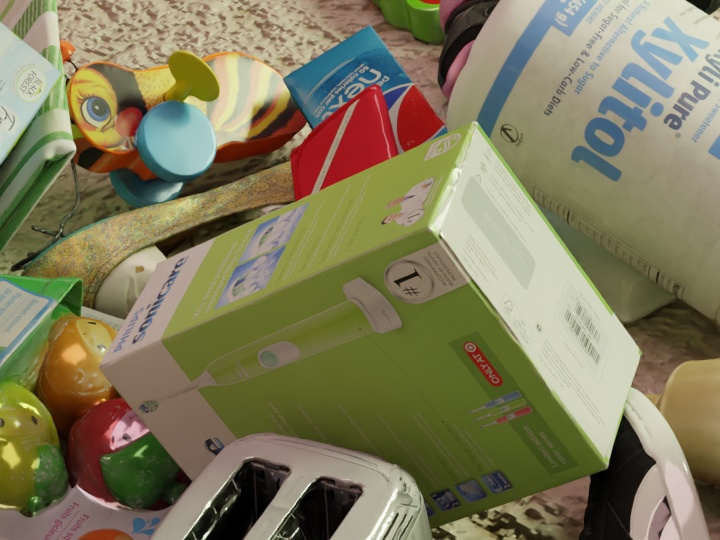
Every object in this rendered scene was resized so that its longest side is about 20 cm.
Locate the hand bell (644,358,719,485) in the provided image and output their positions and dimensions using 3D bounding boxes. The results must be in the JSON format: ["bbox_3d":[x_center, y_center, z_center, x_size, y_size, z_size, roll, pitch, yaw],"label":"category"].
[{"bbox_3d":[0.129,0.072,1.174,0.199,0.105,0.104,1,36,34],"label":"hand bell"}]

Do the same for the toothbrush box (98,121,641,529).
[{"bbox_3d":[0.005,0.042,1.101,0.199,0.146,0.086,-24,26,33],"label":"toothbrush box"}]

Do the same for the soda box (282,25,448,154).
[{"bbox_3d":[0.026,-0.053,1.338,0.064,0.068,0.200,-32,39,-1],"label":"soda box"}]

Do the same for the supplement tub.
[{"bbox_3d":[0.157,-0.070,1.244,0.199,0.132,0.132,33,50,14],"label":"supplement tub"}]

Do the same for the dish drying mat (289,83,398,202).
[{"bbox_3d":[0.000,0.000,1.246,0.077,0.018,0.201,-35,48,31],"label":"dish drying mat"}]

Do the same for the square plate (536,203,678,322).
[{"bbox_3d":[0.166,-0.064,1.371,0.197,0.029,0.200,-26,40,-23],"label":"square plate"}]

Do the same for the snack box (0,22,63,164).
[{"bbox_3d":[-0.260,-0.024,1.271,0.068,0.200,0.169,38,42,-11],"label":"snack box"}]

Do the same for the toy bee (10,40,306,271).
[{"bbox_3d":[-0.129,-0.092,1.380,0.131,0.109,0.200,-30,-3,38],"label":"toy bee"}]

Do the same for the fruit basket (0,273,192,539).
[{"bbox_3d":[-0.138,0.075,1.192,0.198,0.094,0.185,16,37,18],"label":"fruit basket"}]

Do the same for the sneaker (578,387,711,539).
[{"bbox_3d":[0.101,0.142,1.051,0.111,0.073,0.201,-13,51,-7],"label":"sneaker"}]

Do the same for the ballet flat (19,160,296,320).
[{"bbox_3d":[-0.092,-0.006,1.314,0.199,0.071,0.071,-21,39,-19],"label":"ballet flat"}]

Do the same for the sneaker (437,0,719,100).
[{"bbox_3d":[0.129,-0.143,1.427,0.199,0.079,0.096,-14,38,32],"label":"sneaker"}]

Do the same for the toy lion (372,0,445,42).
[{"bbox_3d":[0.058,-0.223,1.582,0.198,0.069,0.192,8,47,21],"label":"toy lion"}]

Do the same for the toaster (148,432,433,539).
[{"bbox_3d":[-0.039,0.165,1.025,0.113,0.130,0.200,12,42,26],"label":"toaster"}]

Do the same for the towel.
[{"bbox_3d":[-0.208,-0.092,1.379,0.023,0.153,0.201,20,38,-27],"label":"towel"}]
